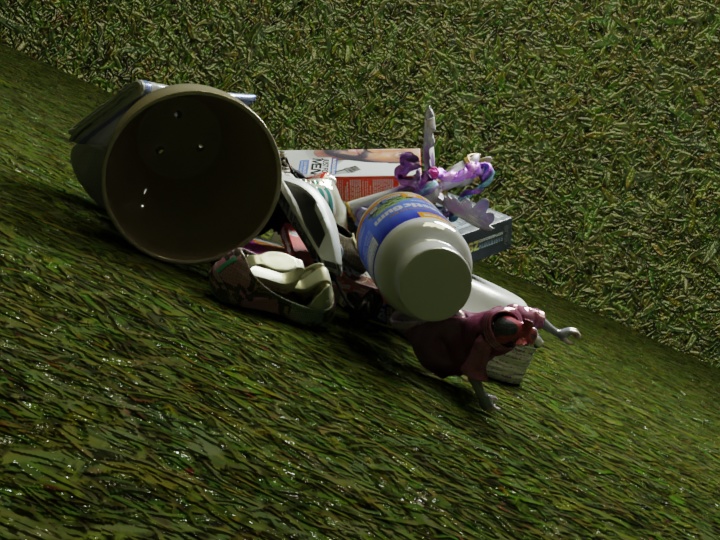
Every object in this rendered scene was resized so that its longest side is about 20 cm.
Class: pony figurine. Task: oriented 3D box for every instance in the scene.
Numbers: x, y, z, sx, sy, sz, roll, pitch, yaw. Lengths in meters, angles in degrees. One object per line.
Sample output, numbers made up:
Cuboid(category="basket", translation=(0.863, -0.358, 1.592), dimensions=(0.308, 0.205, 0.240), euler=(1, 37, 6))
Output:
Cuboid(category="pony figurine", translation=(0.081, -0.102, 1.737), dimensions=(0.168, 0.198, 0.193), euler=(64, 1, 1))

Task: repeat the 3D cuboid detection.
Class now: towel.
Cuboid(category="towel", translation=(-0.241, -0.189, 1.692), dimensions=(0.199, 0.146, 0.024), euler=(-3, 70, -51))

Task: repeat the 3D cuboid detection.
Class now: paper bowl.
Cuboid(category="paper bowl", translation=(0.145, 0.063, 1.857), dimensions=(0.198, 0.106, 0.201), euler=(23, 5, -2))

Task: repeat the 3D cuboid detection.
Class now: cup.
Cuboid(category="cup", translation=(-0.199, -0.129, 1.570), dimensions=(0.198, 0.202, 0.144), euler=(21, 18, -24))

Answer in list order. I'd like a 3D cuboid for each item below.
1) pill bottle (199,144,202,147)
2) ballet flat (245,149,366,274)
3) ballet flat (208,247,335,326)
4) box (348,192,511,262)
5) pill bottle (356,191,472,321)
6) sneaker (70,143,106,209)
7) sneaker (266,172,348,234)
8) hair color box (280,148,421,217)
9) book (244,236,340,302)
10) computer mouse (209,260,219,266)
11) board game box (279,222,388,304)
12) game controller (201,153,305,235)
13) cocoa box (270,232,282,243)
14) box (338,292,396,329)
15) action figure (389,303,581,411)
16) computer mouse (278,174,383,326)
Cuboid(category="pill bottle", translation=(-0.169, -0.117, 1.870), dimensions=(0.110, 0.112, 0.200), euler=(25, -13, 7))
Cuboid(category="ballet flat", translation=(-0.055, -0.074, 1.651), dimensions=(0.200, 0.046, 0.067), euler=(45, 2, -15))
Cuboid(category="ballet flat", translation=(-0.078, 0.015, 1.519), dimensions=(0.199, 0.071, 0.070), euler=(17, 44, -48))
Cuboid(category="box", translation=(0.084, -0.060, 1.893), dimensions=(0.156, 0.052, 0.199), euler=(-18, 29, -38))
Cuboid(category="pill bottle", translation=(0.064, -0.014, 1.564), dimensions=(0.111, 0.113, 0.200), euler=(22, 11, -16))
Cuboid(category="sneaker", translation=(-0.268, -0.105, 1.747), dimensions=(0.199, 0.071, 0.099), euler=(31, 22, 3))
Cuboid(category="sneaker", translation=(-0.074, -0.092, 1.760), dimensions=(0.069, 0.095, 0.200), euler=(-3, -25, 29))
Cuboid(category="hair color box", translation=(-0.015, -0.120, 1.890), dimensions=(0.197, 0.065, 0.111), euler=(0, 24, 1))
Cuboid(category="book", translation=(-0.124, -0.015, 1.756), dimensions=(0.132, 0.049, 0.200), euler=(18, 8, -33))
Cuboid(category="computer mouse", translation=(-0.214, -0.030, 1.634), dimensions=(0.199, 0.034, 0.059), euler=(33, -8, 21))
Cuboid(category="board game box", translation=(0.000, 0.000, 1.713), dimensions=(0.198, 0.020, 0.103), euler=(17, 28, -24))
Cuboid(category="game controller", translation=(-0.138, -0.100, 1.741), dimensions=(0.042, 0.105, 0.200), euler=(34, 4, 24))
Cuboid(category="cocoa box", translation=(-0.012, -0.052, 2.079), dimensions=(0.198, 0.133, 0.133), euler=(26, 6, 13))
Cuboid(category="box", translation=(-0.006, 0.010, 1.863), dimensions=(0.064, 0.071, 0.200), euler=(20, 8, -25))
Cuboid(category="action figure", translation=(0.144, 0.064, 1.549), dimensions=(0.150, 0.134, 0.200), euler=(52, -21, -3))
Cuboid(category="computer mouse", translation=(-0.036, -0.031, 1.574), dimensions=(0.202, 0.044, 0.110), euler=(60, -9, 4))
